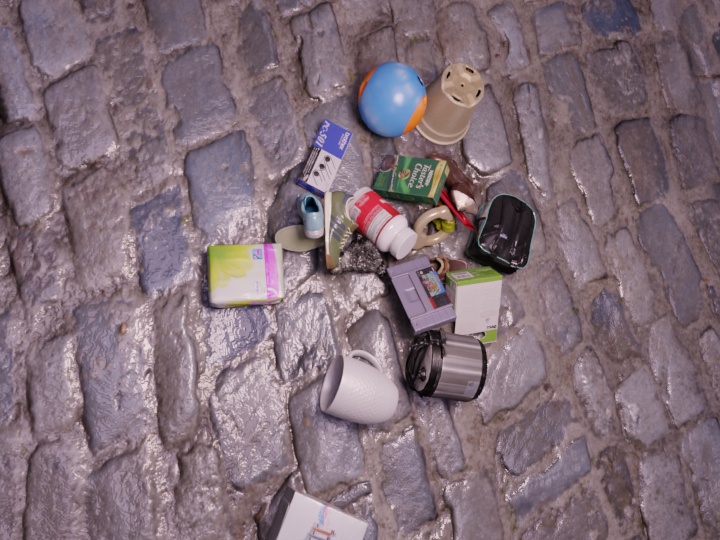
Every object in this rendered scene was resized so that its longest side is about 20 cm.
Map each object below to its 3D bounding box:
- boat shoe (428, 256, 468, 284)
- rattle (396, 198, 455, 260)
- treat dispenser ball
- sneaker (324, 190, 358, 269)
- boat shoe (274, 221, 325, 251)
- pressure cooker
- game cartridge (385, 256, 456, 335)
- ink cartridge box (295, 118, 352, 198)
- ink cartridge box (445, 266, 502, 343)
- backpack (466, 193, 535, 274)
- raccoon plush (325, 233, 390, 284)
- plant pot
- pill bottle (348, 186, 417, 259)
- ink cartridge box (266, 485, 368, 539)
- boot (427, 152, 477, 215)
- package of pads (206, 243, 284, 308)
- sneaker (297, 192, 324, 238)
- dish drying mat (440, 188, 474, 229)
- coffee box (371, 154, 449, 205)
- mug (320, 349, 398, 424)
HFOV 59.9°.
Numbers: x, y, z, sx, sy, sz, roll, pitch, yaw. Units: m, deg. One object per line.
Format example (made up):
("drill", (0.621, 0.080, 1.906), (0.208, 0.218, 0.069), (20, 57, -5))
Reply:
("boat shoe", (0.221, -0.004, 1.757), (0.195, 0.072, 0.074), (-2, 78, -15))
("rattle", (0.161, -0.134, 1.780), (0.198, 0.130, 0.145), (-32, 66, 11))
("treat dispenser ball", (0.089, -0.482, 1.765), (0.195, 0.201, 0.207), (3, 76, -14))
("sneaker", (-0.049, -0.106, 1.623), (0.087, 0.067, 0.206), (-1, 89, 0))
("boat shoe", (-0.134, -0.103, 1.690), (0.194, 0.066, 0.076), (-12, 113, -2))
("pressure cooker", (0.216, 0.247, 1.642), (0.195, 0.178, 0.181), (9, 78, -13))
("game cartridge", (0.161, 0.061, 1.650), (0.127, 0.039, 0.203), (-19, 60, -9))
("ink cartridge box", (-0.102, -0.316, 1.759), (0.092, 0.044, 0.204), (25, 72, -10))
("ink cartridge box", (0.314, 0.105, 1.761), (0.144, 0.076, 0.205), (-7, 112, -18))
("backpack", (0.403, -0.108, 1.786), (0.172, 0.153, 0.204), (22, 78, -8))
("raccoon plush", (0.000, 0.000, 1.693), (0.200, 0.097, 0.134), (45, 79, -1))
("plant pot", (0.266, -0.501, 1.826), (0.195, 0.183, 0.206), (3, 76, -13))
("pill bottle", (0.055, -0.125, 1.688), (0.112, 0.113, 0.199), (-41, 67, -19))
("ink cartridge box", (-0.108, 0.625, 1.486), (0.197, 0.145, 0.147), (27, 72, -6))
("boot", (0.259, -0.245, 1.766), (0.184, 0.065, 0.201), (35, 28, -7))
("package of pads", (-0.297, 0.015, 1.619), (0.195, 0.068, 0.159), (-2, 76, -14))
("sneaker", (-0.128, -0.170, 1.648), (0.072, 0.084, 0.201), (-7, 35, -13))
("dish drying mat", (0.250, -0.198, 1.761), (0.018, 0.076, 0.202), (-43, 65, 17))
("coffee box", (0.141, -0.258, 1.752), (0.196, 0.044, 0.125), (14, 70, 30))
("mug", (0.004, 0.294, 1.606), (0.172, 0.148, 0.203), (22, 42, -17))
